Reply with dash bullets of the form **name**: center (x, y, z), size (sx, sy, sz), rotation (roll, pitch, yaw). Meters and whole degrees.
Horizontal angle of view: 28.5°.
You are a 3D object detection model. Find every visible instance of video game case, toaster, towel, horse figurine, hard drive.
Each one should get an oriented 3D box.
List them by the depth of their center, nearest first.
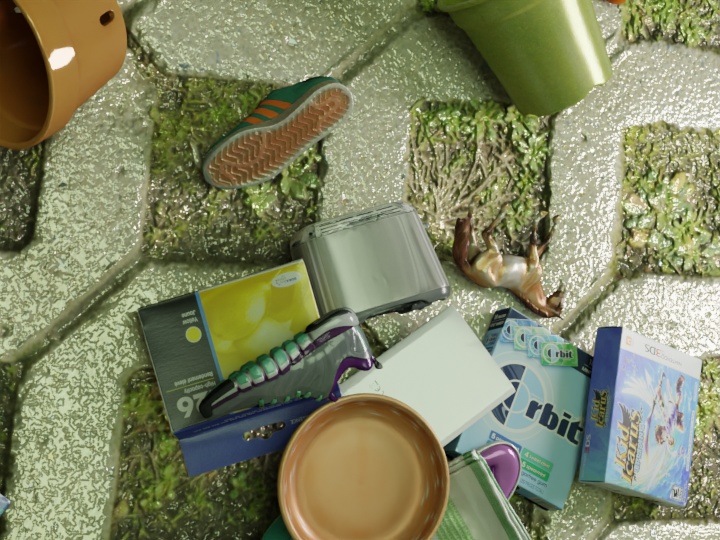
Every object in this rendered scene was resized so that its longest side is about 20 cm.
- **towel**: center (0.086, 0.318, 1.655), size (0.200, 0.031, 0.149), rotation (-30, 99, 3)
- **toaster**: center (0.000, 0.000, 1.677), size (0.199, 0.114, 0.130), rotation (-16, 85, -19)
- **hard drive**: center (0.071, 0.150, 1.703), size (0.200, 0.025, 0.132), rotation (-35, 84, -19)
- **horse figurine**: center (0.185, -0.019, 1.794), size (0.199, 0.050, 0.133), rotation (12, 94, -31)
- **video game case**: center (0.363, 0.190, 1.824), size (0.181, 0.045, 0.201), rotation (20, 72, -40)

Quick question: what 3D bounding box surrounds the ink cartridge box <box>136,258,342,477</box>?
- **ink cartridge box**: center (-0.130, 0.110, 1.594), size (0.197, 0.047, 0.201), rotation (-17, 87, -2)

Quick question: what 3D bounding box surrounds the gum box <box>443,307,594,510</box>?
- **gum box**: center (0.211, 0.175, 1.784), size (0.170, 0.045, 0.200), rotation (30, 69, -18)

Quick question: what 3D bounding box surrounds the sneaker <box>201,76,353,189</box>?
- **sneaker**: center (-0.105, -0.165, 1.685), size (0.200, 0.080, 0.072), rotation (-31, 118, -8)

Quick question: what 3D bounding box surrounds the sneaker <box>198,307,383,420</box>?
- **sneaker**: center (-0.075, 0.124, 1.540), size (0.200, 0.074, 0.088), rotation (-32, 95, -2)

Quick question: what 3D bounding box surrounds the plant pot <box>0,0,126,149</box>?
- **plant pot**: center (-0.347, -0.248, 1.520), size (0.140, 0.200, 0.200), rotation (-35, 97, -42)

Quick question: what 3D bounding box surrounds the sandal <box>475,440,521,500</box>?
- **sandal**: center (0.121, 0.288, 1.692), size (0.203, 0.050, 0.083), rotation (-42, 108, -10)

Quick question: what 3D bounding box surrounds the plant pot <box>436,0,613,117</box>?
- **plant pot**: center (0.225, -0.303, 1.804), size (0.200, 0.200, 0.185), rotation (-38, 110, -25)

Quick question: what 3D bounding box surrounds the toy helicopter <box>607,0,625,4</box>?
- **toy helicopter**: center (0.344, -0.474, 1.951), size (0.132, 0.079, 0.200), rotation (26, 61, -10)

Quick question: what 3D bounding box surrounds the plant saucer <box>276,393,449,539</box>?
- **plant saucer**: center (0.001, 0.237, 1.583), size (0.199, 0.037, 0.201), rotation (1, 86, -17)

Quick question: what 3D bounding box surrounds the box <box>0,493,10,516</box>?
- **box**: center (-0.473, 0.272, 1.410), size (0.148, 0.107, 0.200), rotation (38, 67, -14)

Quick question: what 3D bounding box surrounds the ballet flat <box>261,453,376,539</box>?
- **ballet flat**: center (-0.035, 0.263, 1.630), size (0.200, 0.069, 0.069), rotation (-45, 101, -14)
